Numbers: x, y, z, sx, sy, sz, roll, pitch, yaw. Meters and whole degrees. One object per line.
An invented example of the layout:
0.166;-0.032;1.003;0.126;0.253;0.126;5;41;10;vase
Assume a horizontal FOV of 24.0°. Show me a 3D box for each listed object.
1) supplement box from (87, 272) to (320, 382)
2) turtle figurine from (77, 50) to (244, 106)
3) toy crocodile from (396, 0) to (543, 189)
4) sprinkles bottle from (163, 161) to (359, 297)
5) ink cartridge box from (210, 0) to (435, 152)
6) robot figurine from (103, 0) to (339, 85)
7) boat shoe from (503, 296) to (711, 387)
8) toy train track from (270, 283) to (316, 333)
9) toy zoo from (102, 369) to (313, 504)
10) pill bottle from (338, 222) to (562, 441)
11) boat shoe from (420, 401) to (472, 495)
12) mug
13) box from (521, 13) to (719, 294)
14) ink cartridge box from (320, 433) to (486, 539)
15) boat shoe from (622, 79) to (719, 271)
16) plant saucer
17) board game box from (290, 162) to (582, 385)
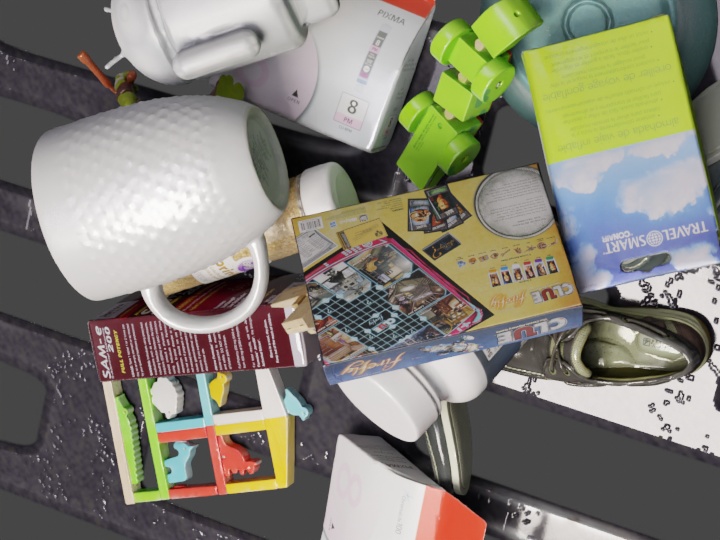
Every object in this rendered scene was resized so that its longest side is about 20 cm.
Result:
-0.126;0.049;1.497;0.199;0.109;0.061;-6;103;20;supplement box
-0.165;-0.116;1.477;0.161;0.064;0.200;-17;106;37;turtle figurine
0.086;-0.144;1.406;0.068;0.062;0.200;45;133;22;toy crocodile
-0.100;-0.033;1.463;0.200;0.068;0.068;-17;92;20;sprinkles bottle
-0.024;-0.223;1.448;0.162;0.057;0.200;24;110;16;ink cartridge box
-0.119;-0.220;1.391;0.199;0.170;0.113;-16;129;11;robot figurine
0.187;0.061;1.410;0.200;0.066;0.072;2;99;20;boat shoe
0.000;0.000;1.406;0.115;0.200;0.033;-17;112;40;toy train track
-0.138;0.142;1.563;0.199;0.020;0.132;-8;95;21;toy zoo
0.074;0.036;1.370;0.120;0.120;0.200;40;71;10;pill bottle
0.051;0.099;1.461;0.067;0.072;0.201;-17;84;16;boat shoe
-0.146;-0.044;1.381;0.175;0.148;0.200;-15;102;16;mug
0.206;-0.088;1.325;0.122;0.048;0.201;-13;79;14;box
0.026;0.247;1.442;0.057;0.200;0.163;5;103;-23;ink cartridge box
0.278;-0.078;1.372;0.062;0.073;0.200;31;104;-32;boat shoe
0.189;-0.202;1.388;0.199;0.036;0.201;3;98;19;plant saucer
0.057;0.001;1.302;0.199;0.035;0.136;-12;59;-1;board game box
